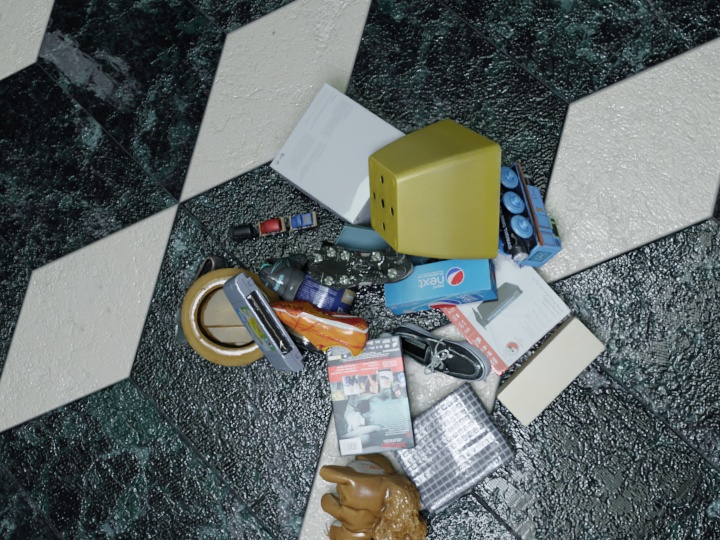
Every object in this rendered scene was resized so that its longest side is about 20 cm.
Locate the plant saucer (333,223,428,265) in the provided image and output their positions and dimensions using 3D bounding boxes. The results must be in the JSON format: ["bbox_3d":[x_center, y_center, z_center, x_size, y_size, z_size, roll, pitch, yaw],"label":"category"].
[{"bbox_3d":[0.046,-0.049,1.380,0.197,0.070,0.019,7,46,-25],"label":"plant saucer"}]

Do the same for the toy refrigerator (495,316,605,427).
[{"bbox_3d":[0.340,0.181,1.335,0.076,0.070,0.200,44,94,6],"label":"toy refrigerator"}]

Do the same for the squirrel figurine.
[{"bbox_3d":[0.019,0.448,1.328,0.197,0.141,0.190,15,100,24],"label":"squirrel figurine"}]

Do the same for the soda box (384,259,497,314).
[{"bbox_3d":[0.144,0.027,1.342,0.197,0.064,0.069,-11,68,20],"label":"soda box"}]

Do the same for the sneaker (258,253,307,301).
[{"bbox_3d":[-0.146,-0.003,1.393,0.078,0.200,0.076,23,98,-7],"label":"sneaker"}]

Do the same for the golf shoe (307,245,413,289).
[{"bbox_3d":[0.000,0.000,1.330,0.197,0.088,0.079,2,83,24],"label":"golf shoe"}]

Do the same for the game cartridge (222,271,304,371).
[{"bbox_3d":[-0.180,0.098,1.348,0.040,0.133,0.202,-34,97,-17],"label":"game cartridge"}]

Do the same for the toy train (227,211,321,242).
[{"bbox_3d":[-0.175,-0.090,1.488,0.197,0.046,0.035,-10,81,11],"label":"toy train"}]

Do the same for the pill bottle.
[{"bbox_3d":[-0.070,0.052,1.415,0.110,0.112,0.203,22,89,14],"label":"pill bottle"}]

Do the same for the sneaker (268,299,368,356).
[{"bbox_3d":[-0.083,0.104,1.321,0.197,0.073,0.078,18,108,19],"label":"sneaker"}]

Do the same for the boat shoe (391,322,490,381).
[{"bbox_3d":[0.140,0.155,1.358,0.197,0.068,0.075,27,115,23],"label":"boat shoe"}]

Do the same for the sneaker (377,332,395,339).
[{"bbox_3d":[0.014,0.207,1.373,0.072,0.072,0.202,36,109,34],"label":"sneaker"}]

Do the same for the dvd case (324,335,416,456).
[{"bbox_3d":[0.017,0.227,1.336,0.143,0.022,0.204,-9,86,11],"label":"dvd case"}]

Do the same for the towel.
[{"bbox_3d":[0.161,0.325,1.346,0.199,0.086,0.167,-37,76,6],"label":"towel"}]

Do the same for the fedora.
[{"bbox_3d":[-0.249,0.090,1.454,0.197,0.082,0.204,0,89,-3],"label":"fedora"}]

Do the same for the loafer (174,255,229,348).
[{"bbox_3d":[-0.333,0.059,1.495,0.071,0.063,0.203,23,88,14],"label":"loafer"}]

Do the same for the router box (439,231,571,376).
[{"bbox_3d":[0.257,0.061,1.375,0.179,0.049,0.200,-42,77,4],"label":"router box"}]

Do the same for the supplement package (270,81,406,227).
[{"bbox_3d":[-0.027,-0.209,1.419,0.199,0.147,0.193,35,91,14],"label":"supplement package"}]

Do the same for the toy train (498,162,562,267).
[{"bbox_3d":[0.290,-0.103,1.351,0.113,0.087,0.203,8,56,-27],"label":"toy train"}]

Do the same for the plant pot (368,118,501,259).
[{"bbox_3d":[0.117,-0.132,1.282,0.174,0.200,0.203,-11,117,-16],"label":"plant pot"}]
